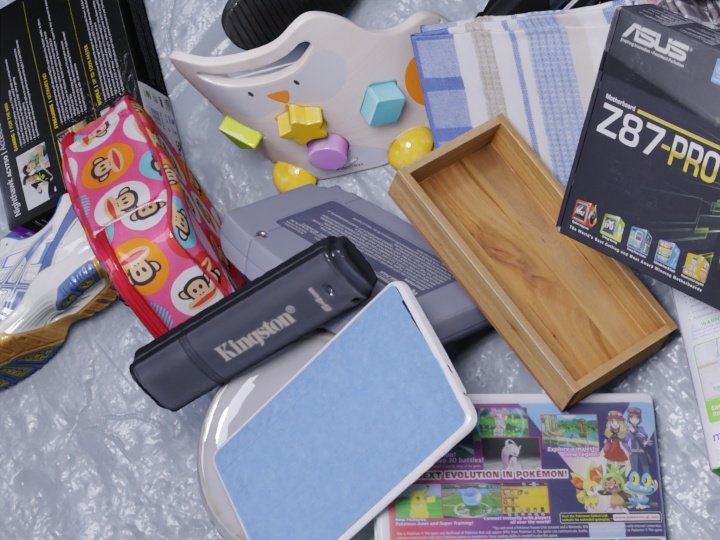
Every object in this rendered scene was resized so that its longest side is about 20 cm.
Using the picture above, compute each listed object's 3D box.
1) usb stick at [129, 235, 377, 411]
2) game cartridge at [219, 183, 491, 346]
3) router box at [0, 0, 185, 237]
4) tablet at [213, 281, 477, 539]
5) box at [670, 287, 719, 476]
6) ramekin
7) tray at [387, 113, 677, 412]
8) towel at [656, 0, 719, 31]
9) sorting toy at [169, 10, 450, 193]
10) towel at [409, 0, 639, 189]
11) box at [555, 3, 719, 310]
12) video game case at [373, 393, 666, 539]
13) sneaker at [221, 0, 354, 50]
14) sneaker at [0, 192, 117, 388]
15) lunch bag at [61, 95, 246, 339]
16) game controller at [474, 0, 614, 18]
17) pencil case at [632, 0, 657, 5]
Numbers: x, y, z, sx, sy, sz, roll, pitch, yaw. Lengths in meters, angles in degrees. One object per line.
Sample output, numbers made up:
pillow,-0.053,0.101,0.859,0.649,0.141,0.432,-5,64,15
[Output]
usb stick,-0.077,0.039,1.696,0.200,0.055,0.033,-31,18,27
game cartridge,0.000,0.000,1.753,0.200,0.133,0.041,30,120,33
router box,-0.234,-0.141,1.969,0.149,0.051,0.200,-26,63,21
tablet,-0.014,0.115,1.639,0.200,0.014,0.130,-44,52,22
box,0.316,0.032,1.589,0.200,0.097,0.177,-20,64,21
ramekin,-0.022,0.136,1.731,0.200,0.105,0.201,-9,70,25
tray,0.119,-0.007,1.686,0.099,0.037,0.200,-30,72,-27
towel,0.274,-0.229,1.649,0.086,0.200,0.166,-39,53,53
sorting toy,-0.047,-0.140,1.794,0.200,0.180,0.107,-13,67,25
towel,0.129,-0.115,1.725,0.200,0.024,0.147,-2,107,41
box,0.233,-0.062,1.547,0.200,0.049,0.162,29,114,33
video game case,0.108,0.172,1.634,0.199,0.023,0.183,0,69,-9
sneaker,-0.037,-0.246,1.882,0.200,0.074,0.088,-39,42,-14
sneaker,-0.268,0.020,1.916,0.200,0.075,0.088,-37,64,12
lunch bag,-0.141,-0.018,1.811,0.082,0.176,0.200,-32,40,6
game controller,0.152,-0.207,1.748,0.200,0.042,0.104,-44,42,35
pencil case,0.249,-0.118,1.687,0.086,0.083,0.200,-34,56,-20
